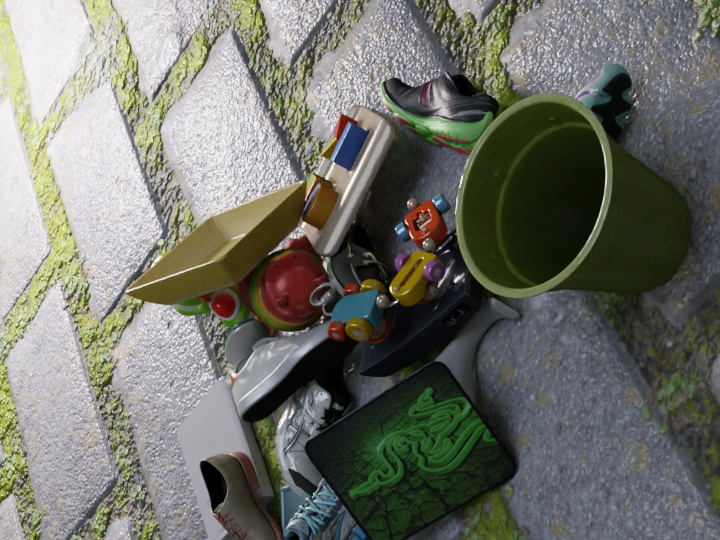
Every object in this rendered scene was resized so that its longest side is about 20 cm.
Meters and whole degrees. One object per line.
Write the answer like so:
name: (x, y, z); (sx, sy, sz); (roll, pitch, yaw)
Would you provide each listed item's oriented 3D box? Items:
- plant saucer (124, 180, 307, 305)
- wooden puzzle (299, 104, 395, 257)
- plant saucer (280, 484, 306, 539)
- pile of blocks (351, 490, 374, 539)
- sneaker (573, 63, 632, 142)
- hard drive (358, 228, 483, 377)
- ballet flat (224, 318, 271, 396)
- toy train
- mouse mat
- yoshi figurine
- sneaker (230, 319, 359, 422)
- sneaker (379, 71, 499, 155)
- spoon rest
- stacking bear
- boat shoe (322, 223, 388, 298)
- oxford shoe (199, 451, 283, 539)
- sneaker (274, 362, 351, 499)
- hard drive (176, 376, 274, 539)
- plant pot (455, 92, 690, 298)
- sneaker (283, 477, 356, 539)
plant saucer: (-0.172, -0.025, 1.699); (0.199, 0.200, 0.049); (-17, 110, 43)
wooden puzzle: (-0.032, -0.124, 1.726); (0.187, 0.046, 0.200); (-63, 17, 7)
plant saucer: (-0.076, 0.367, 1.712); (0.070, 0.019, 0.203); (-23, 61, 43)
pile of blocks: (0.016, 0.277, 1.583); (0.062, 0.081, 0.202); (25, 99, 49)
sneaker: (0.210, -0.154, 1.494); (0.140, 0.077, 0.202); (42, 110, 46)
hard drive: (0.076, 0.039, 1.581); (0.200, 0.042, 0.136); (-40, 28, 40)
ballet flat: (-0.143, 0.130, 1.782); (0.201, 0.068, 0.070); (106, 157, -61)
toy train: (0.040, 0.008, 1.546); (0.199, 0.056, 0.151); (-39, 31, 8)
mouse mat: (0.054, 0.210, 1.500); (0.199, 0.162, 0.008); (-34, 9, 17)
yoshi figurine: (-0.204, 0.022, 1.825); (0.112, 0.198, 0.114); (-23, 53, 51)
sneaker: (-0.087, 0.099, 1.674); (0.199, 0.073, 0.085); (-36, 56, 14)
sneaker: (0.100, -0.202, 1.652); (0.199, 0.077, 0.084); (30, 84, 46)
spoon rest: (0.110, 0.125, 1.528); (0.202, 0.099, 0.061); (-60, 19, -4)
stacking bear: (-0.087, 0.020, 1.693); (0.200, 0.120, 0.115); (168, 81, -82)
boat shoe: (-0.002, -0.002, 1.662); (0.060, 0.072, 0.202); (-41, 24, 7)
oxford shoe: (-0.158, 0.330, 1.741); (0.070, 0.074, 0.201); (-45, 58, 30)
sneaker: (-0.055, 0.186, 1.698); (0.087, 0.075, 0.203); (-17, 69, 41)
hard drive: (-0.190, 0.268, 1.867); (0.132, 0.026, 0.201); (-48, 48, 29)
plant pot: (0.230, -0.053, 1.353); (0.199, 0.189, 0.203); (-18, 64, 44)
sneaker: (-0.044, 0.308, 1.630); (0.077, 0.086, 0.202); (20, 89, 41)
